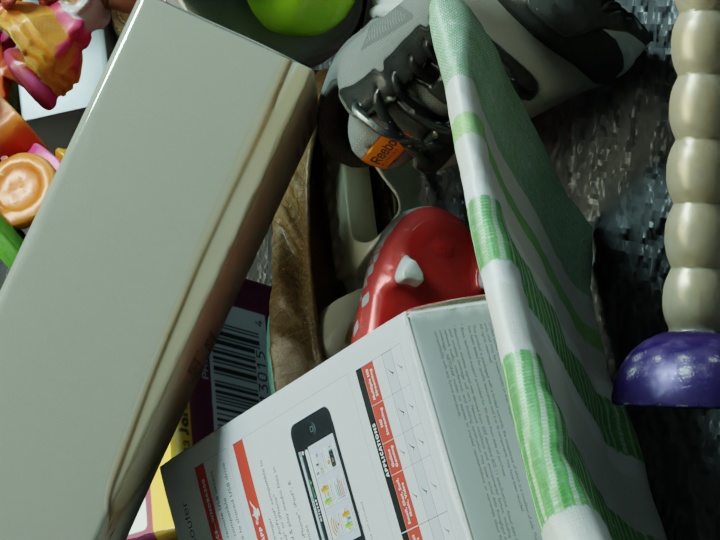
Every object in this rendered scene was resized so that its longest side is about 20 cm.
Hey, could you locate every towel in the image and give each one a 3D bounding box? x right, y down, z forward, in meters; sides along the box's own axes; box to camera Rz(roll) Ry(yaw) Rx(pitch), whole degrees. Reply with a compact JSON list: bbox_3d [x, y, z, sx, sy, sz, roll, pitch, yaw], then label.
[{"bbox_3d":[0.066,0.036,0.703,0.153,0.023,0.201,55,-159,-55],"label":"towel"}]

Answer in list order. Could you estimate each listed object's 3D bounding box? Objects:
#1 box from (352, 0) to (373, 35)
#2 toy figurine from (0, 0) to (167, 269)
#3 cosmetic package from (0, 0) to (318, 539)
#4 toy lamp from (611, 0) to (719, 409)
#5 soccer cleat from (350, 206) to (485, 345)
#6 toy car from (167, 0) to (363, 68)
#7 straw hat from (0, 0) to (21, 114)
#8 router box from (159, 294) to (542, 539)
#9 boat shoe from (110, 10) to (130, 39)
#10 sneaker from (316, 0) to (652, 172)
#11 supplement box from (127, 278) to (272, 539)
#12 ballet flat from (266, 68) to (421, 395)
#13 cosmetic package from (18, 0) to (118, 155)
[{"bbox_3d":[0.013,-0.206,0.969,0.110,0.034,0.202,-122,39,-58],"label":"box"},{"bbox_3d":[-0.116,-0.097,1.025,0.200,0.184,0.150,45,173,29],"label":"toy figurine"},{"bbox_3d":[-0.088,0.010,0.862,0.104,0.073,0.201,82,-149,-85],"label":"cosmetic package"},{"bbox_3d":[0.100,-0.061,0.681,0.058,0.058,0.202,174,98,-70],"label":"toy lamp"},{"bbox_3d":[0.017,0.078,0.880,0.085,0.068,0.202,-6,87,60],"label":"soccer cleat"},{"bbox_3d":[-0.058,-0.181,0.892,0.175,0.149,0.202,127,137,-53],"label":"toy car"},{"bbox_3d":[-0.215,-0.109,1.128,0.085,0.200,0.203,-28,60,48],"label":"straw hat"},{"bbox_3d":[0.015,0.132,0.791,0.179,0.049,0.202,-33,70,53],"label":"router box"},{"bbox_3d":[-0.093,-0.203,1.140,0.073,0.066,0.202,0,71,27],"label":"boat shoe"},{"bbox_3d":[0.036,-0.069,0.799,0.080,0.074,0.200,-52,10,-12],"label":"sneaker"},{"bbox_3d":[-0.124,0.089,1.104,0.199,0.103,0.132,-19,67,36],"label":"supplement box"},{"bbox_3d":[0.000,0.000,0.964,0.072,0.067,0.202,-31,53,44],"label":"ballet flat"},{"bbox_3d":[-0.134,-0.099,1.222,0.200,0.051,0.152,70,-173,-63],"label":"cosmetic package"}]
